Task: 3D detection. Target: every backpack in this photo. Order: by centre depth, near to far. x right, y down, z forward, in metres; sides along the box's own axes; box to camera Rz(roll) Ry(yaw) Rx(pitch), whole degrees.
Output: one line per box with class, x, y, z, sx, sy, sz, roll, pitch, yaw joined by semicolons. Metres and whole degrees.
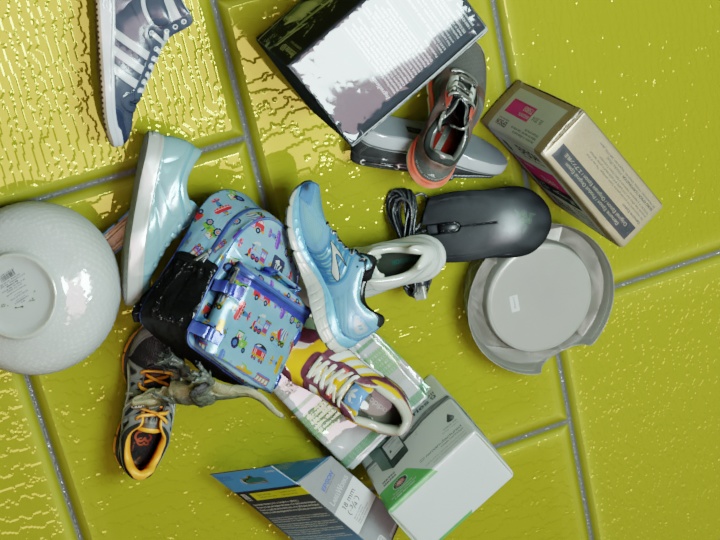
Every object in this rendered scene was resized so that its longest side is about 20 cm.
backpack;-0.139;0.018;1.691;0.183;0.134;0.201;45;67;-50

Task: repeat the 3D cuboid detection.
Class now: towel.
towel;-0.028;0.132;1.822;0.149;0.031;0.200;-44;100;0

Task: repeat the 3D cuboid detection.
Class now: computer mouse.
computer mouse;0.136;-0.048;1.777;0.198;0.053;0.140;-11;88;3

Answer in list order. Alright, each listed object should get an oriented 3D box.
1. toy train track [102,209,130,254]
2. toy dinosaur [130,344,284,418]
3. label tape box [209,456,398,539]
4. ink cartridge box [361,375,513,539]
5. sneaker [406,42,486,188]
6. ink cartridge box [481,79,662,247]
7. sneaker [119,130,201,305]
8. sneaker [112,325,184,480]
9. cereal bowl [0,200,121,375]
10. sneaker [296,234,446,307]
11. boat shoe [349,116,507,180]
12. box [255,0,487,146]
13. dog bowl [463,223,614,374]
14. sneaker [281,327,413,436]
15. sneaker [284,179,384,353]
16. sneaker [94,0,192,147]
toy train track;-0.301;-0.029;1.716;0.200;0.033;0.115;-42;107;-6
toy dinosaur;-0.185;0.131;1.664;0.088;0.198;0.048;59;42;-43
label tape box;-0.067;0.280;1.816;0.200;0.144;0.064;43;56;-23
ink cartridge box;0.085;0.236;1.820;0.146;0.200;0.084;-43;111;1
sneaker;0.116;-0.192;1.712;0.076;0.082;0.202;21;67;-13
ink cartridge box;0.248;-0.130;1.745;0.075;0.200;0.165;-45;113;1
sneaker;-0.225;-0.054;1.679;0.081;0.074;0.202;10;96;-15
sneaker;-0.251;0.160;1.765;0.077;0.077;0.202;5;105;-15
cereal bowl;-0.374;0.024;1.645;0.198;0.083;0.203;1;98;5
sneaker;0.000;0.000;1.750;0.198;0.080;0.071;-19;86;14
boat shoe;0.079;-0.135;1.772;0.198;0.070;0.067;9;125;-23
box;0.007;-0.262;1.633;0.196;0.200;0.124;-42;112;0
dog bowl;0.221;0.029;1.867;0.198;0.059;0.202;-5;108;-14
sneaker;-0.022;0.132;1.766;0.199;0.090;0.075;28;95;-7
sneaker;-0.025;-0.011;1.697;0.089;0.078;0.202;-19;86;10
sneaker;-0.241;-0.240;1.640;0.107;0.070;0.202;-4;106;-13
